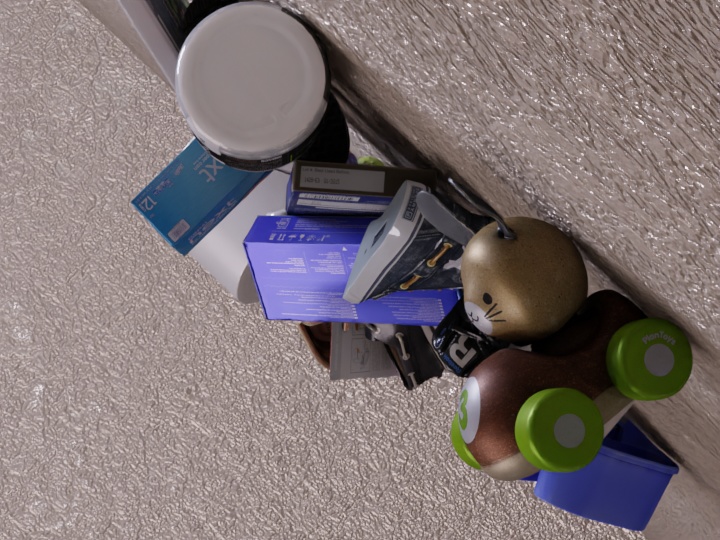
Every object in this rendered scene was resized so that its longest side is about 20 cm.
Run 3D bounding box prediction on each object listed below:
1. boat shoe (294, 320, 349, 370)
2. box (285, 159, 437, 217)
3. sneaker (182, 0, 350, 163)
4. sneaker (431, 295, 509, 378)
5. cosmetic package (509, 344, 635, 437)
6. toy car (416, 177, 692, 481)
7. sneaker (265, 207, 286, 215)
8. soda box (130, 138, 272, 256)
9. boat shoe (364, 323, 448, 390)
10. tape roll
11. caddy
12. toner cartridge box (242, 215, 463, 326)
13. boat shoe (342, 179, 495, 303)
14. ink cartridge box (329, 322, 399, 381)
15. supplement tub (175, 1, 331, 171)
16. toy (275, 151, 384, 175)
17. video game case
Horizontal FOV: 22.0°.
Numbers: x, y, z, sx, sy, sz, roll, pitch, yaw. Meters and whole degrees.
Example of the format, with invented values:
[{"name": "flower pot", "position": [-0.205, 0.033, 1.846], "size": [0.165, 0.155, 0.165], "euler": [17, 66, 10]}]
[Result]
[{"name": "boat shoe", "position": [-0.042, 0.024, 1.840], "size": [0.200, 0.072, 0.065], "euler": [76, -171, -51]}, {"name": "box", "position": [-0.004, -0.068, 1.629], "size": [0.120, 0.033, 0.200], "euler": [4, 174, -4]}, {"name": "sneaker", "position": [-0.078, -0.170, 1.681], "size": [0.200, 0.070, 0.090], "euler": [48, -177, 1]}, {"name": "sneaker", "position": [0.113, 0.043, 1.547], "size": [0.073, 0.112, 0.200], "euler": [40, 178, 3]}, {"name": "cosmetic package", "position": [0.175, 0.089, 1.654], "size": [0.108, 0.085, 0.200], "euler": [41, 176, -2]}, {"name": "toy car", "position": [0.102, 0.027, 1.270], "size": [0.200, 0.158, 0.164], "euler": [56, 164, -4]}, {"name": "sneaker", "position": [-0.031, -0.019, 1.887], "size": [0.200, 0.070, 0.100], "euler": [5, -104, -65]}, {"name": "soda box", "position": [-0.121, -0.107, 1.754], "size": [0.064, 0.200, 0.068], "euler": [46, 177, 7]}, {"name": "boat shoe", "position": [0.030, 0.048, 1.787], "size": [0.074, 0.060, 0.200], "euler": [56, -179, 40]}, {"name": "tape roll", "position": [-0.111, -0.081, 2.053], "size": [0.139, 0.203, 0.203], "euler": [44, 178, 14]}, {"name": "caddy", "position": [0.238, 0.190, 1.915], "size": [0.199, 0.105, 0.141], "euler": [19, -174, -39]}, {"name": "toner cartridge box", "position": [0.000, 0.000, 1.679], "size": [0.199, 0.043, 0.095], "euler": [2, 131, 21]}, {"name": "boat shoe", "position": [0.049, -0.006, 1.548], "size": [0.091, 0.071, 0.200], "euler": [22, 158, -8]}, {"name": "ink cartridge box", "position": [0.006, 0.027, 1.854], "size": [0.047, 0.161, 0.200], "euler": [3, -179, 30]}, {"name": "supplement tub", "position": [-0.086, -0.145, 1.511], "size": [0.123, 0.123, 0.200], "euler": [44, 177, 0]}, {"name": "toy", "position": [-0.011, -0.096, 1.821], "size": [0.115, 0.047, 0.200], "euler": [18, -178, 10]}, {"name": "video game case", "position": [-0.174, -0.227, 1.654], "size": [0.200, 0.023, 0.182], "euler": [58, -170, -42]}]
